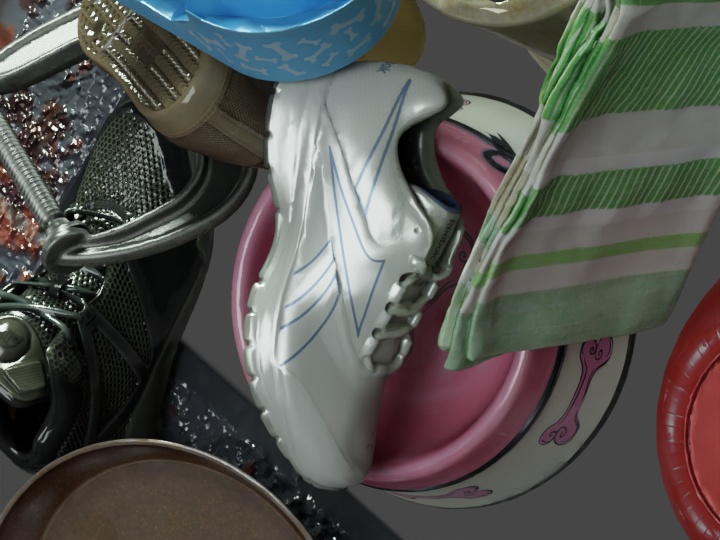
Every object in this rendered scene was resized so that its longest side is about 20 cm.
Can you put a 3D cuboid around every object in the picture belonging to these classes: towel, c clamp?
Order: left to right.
[{"bbox_3d":[-0.149,-0.063,1.459,0.171,0.027,0.200,-30,51,-15],"label":"c clamp"},{"bbox_3d":[0.119,-0.047,1.257,0.023,0.152,0.200,46,128,33],"label":"towel"}]

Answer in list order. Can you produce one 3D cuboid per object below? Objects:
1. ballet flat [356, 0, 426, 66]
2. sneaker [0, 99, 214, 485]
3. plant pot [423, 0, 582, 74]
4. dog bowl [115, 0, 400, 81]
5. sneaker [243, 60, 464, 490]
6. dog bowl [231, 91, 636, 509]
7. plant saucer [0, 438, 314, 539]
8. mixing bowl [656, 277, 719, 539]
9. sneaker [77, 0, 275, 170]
[{"bbox_3d":[-0.053,-0.160,1.437,0.200,0.063,0.069,42,108,23],"label":"ballet flat"},{"bbox_3d":[-0.138,0.009,1.461,0.076,0.114,0.200,17,92,30],"label":"sneaker"},{"bbox_3d":[0.102,-0.166,1.277,0.200,0.183,0.201,0,91,30],"label":"plant pot"},{"bbox_3d":[-0.062,-0.153,1.342,0.200,0.050,0.111,31,67,33],"label":"dog bowl"},{"bbox_3d":[0.000,0.000,1.321,0.087,0.074,0.201,4,93,25],"label":"sneaker"},{"bbox_3d":[0.026,0.015,1.387,0.199,0.074,0.201,0,90,31],"label":"dog bowl"},{"bbox_3d":[-0.092,0.174,1.456,0.199,0.034,0.201,5,106,19],"label":"plant saucer"},{"bbox_3d":[0.203,0.071,1.264,0.199,0.108,0.201,1,92,31],"label":"mixing bowl"},{"bbox_3d":[-0.083,-0.102,1.430,0.070,0.075,0.200,-47,30,13],"label":"sneaker"}]
